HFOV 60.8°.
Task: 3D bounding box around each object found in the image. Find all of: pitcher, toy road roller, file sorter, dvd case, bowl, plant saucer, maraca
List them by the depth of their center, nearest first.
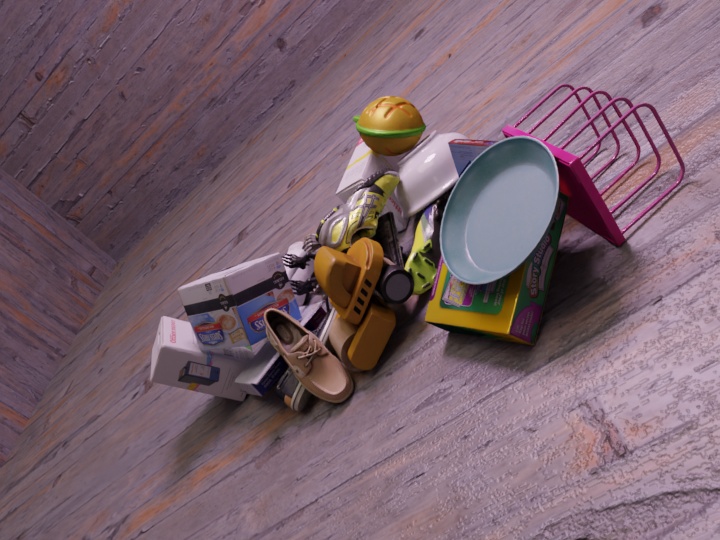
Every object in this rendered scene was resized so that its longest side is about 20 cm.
[{"bbox_3d":[0.184,-0.073,0.799,0.199,0.035,0.205,-35,44,41],"label":"plant saucer"},{"bbox_3d":[0.311,-0.158,0.830,0.125,0.139,0.201,-40,26,6],"label":"file sorter"},{"bbox_3d":[-0.018,0.046,0.998,0.204,0.143,0.123,-67,24,9],"label":"toy road roller"},{"bbox_3d":[0.000,0.000,1.144,0.197,0.016,0.153,-25,68,38],"label":"dvd case"},{"bbox_3d":[0.131,-0.196,1.153,0.200,0.091,0.201,-39,9,7],"label":"bowl"},{"bbox_3d":[0.053,-0.286,1.198,0.133,0.110,0.201,-3,25,-12],"label":"maraca"},{"bbox_3d":[-0.160,0.022,1.317,0.202,0.120,0.172,-56,0,-31],"label":"pitcher"}]

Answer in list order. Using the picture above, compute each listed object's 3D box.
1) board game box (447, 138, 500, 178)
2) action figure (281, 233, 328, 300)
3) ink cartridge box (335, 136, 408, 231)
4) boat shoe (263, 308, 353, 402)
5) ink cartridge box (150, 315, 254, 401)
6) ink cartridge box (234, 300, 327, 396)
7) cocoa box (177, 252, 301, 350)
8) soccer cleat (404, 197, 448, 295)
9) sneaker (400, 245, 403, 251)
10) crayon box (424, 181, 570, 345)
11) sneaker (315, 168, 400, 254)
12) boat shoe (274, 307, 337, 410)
[{"bbox_3d":[0.200,-0.152,0.965,0.019,0.105,0.200,-24,19,-10],"label":"board game box"},{"bbox_3d":[-0.063,-0.005,1.123,0.197,0.101,0.122,-15,84,41],"label":"action figure"},{"bbox_3d":[0.045,-0.189,1.280,0.082,0.145,0.203,-23,34,39],"label":"ink cartridge box"},{"bbox_3d":[-0.093,0.140,1.018,0.198,0.065,0.071,37,72,24],"label":"boat shoe"},{"bbox_3d":[-0.327,0.180,1.273,0.089,0.196,0.145,-66,24,11],"label":"ink cartridge box"},{"bbox_3d":[-0.145,0.149,1.165,0.197,0.043,0.199,-50,13,-21],"label":"ink cartridge box"},{"bbox_3d":[-0.230,0.063,1.161,0.132,0.135,0.197,-26,9,-42],"label":"cocoa box"},{"bbox_3d":[0.116,-0.035,1.068,0.203,0.064,0.084,-67,9,-30],"label":"soccer cleat"},{"bbox_3d":[-0.001,-0.031,1.202,0.197,0.087,0.076,-12,39,49],"label":"sneaker"},{"bbox_3d":[0.184,-0.011,0.850,0.171,0.057,0.205,3,74,57],"label":"crayon box"},{"bbox_3d":[0.009,-0.099,1.086,0.200,0.076,0.076,-46,-15,-20],"label":"sneaker"},{"bbox_3d":[-0.089,0.147,1.093,0.061,0.075,0.203,19,67,19],"label":"boat shoe"}]
